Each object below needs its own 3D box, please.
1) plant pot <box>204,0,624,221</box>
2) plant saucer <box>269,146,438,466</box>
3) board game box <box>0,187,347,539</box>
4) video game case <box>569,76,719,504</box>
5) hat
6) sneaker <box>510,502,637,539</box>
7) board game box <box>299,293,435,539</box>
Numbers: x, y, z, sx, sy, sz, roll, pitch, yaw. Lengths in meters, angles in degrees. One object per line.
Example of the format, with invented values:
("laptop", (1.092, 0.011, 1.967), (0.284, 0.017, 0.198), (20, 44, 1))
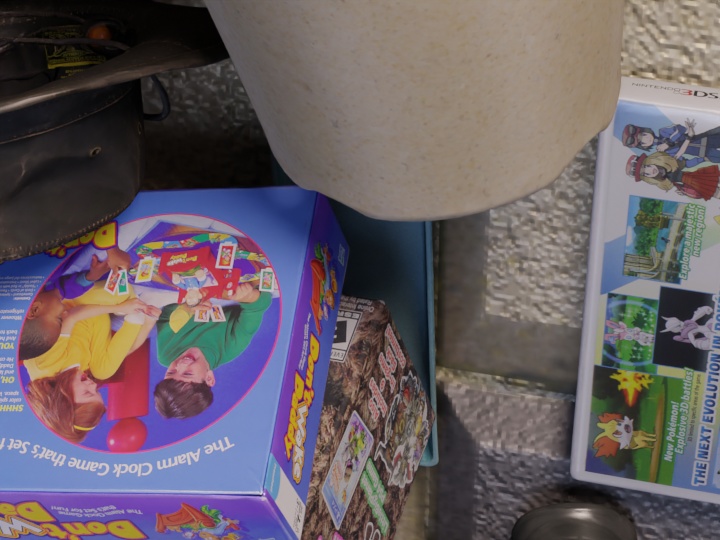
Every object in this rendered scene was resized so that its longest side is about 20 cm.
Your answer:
("plant pot", (0.016, -0.124, 0.666), (0.200, 0.201, 0.184), (2, 135, 17))
("plant saucer", (0.000, 0.000, 0.853), (0.070, 0.019, 0.200), (7, 125, 14))
("board game box", (-0.114, 0.037, 0.770), (0.199, 0.135, 0.045), (-1, 147, 17))
("video game case", (0.182, 0.021, 0.807), (0.182, 0.022, 0.200), (9, 127, 12))
("hat", (-0.135, -0.050, 0.738), (0.200, 0.201, 0.081), (3, 110, 16))
("sneaker", (0.102, 0.206, 0.919), (0.076, 0.091, 0.200), (-8, 123, 12))
("board game box", (-0.080, 0.108, 0.810), (0.159, 0.200, 0.097), (8, 150, 22))
